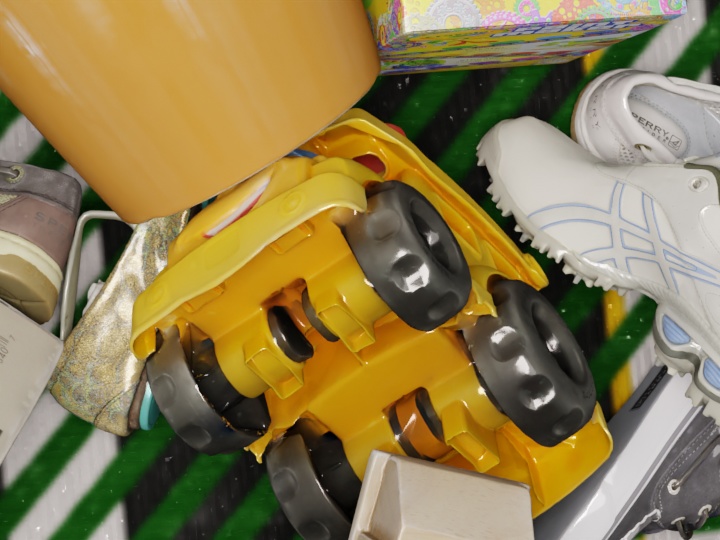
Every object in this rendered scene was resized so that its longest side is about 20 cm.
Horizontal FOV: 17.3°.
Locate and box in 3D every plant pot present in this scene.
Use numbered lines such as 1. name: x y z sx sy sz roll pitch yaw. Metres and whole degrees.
1. plant pot: -0.088 -0.129 0.949 0.199 0.200 0.184 -33 104 -9

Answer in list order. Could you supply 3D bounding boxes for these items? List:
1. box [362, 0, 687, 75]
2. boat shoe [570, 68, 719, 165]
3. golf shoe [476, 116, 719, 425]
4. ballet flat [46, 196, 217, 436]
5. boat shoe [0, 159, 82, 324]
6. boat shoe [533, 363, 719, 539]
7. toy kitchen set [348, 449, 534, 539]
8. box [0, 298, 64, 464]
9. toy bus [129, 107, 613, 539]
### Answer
1. box: 0.050 -0.194 1.022 0.121 0.193 0.202 -5 89 -10
2. boat shoe: 0.197 -0.040 1.108 0.199 0.069 0.071 19 82 -11
3. golf shoe: 0.139 -0.024 1.051 0.200 0.078 0.098 43 118 29
4. ballet flat: -0.089 -0.027 1.061 0.070 0.071 0.201 23 85 -9
5. boat shoe: -0.200 -0.025 1.004 0.200 0.072 0.066 11 60 32
6. boat shoe: 0.147 0.089 1.103 0.066 0.070 0.200 40 75 -6
7. toy kitchen set: 0.053 0.169 0.885 0.198 0.180 0.165 14 90 -19
8. box: -0.201 0.092 0.970 0.068 0.082 0.200 33 128 -8
9. toy bus: 0.000 0.000 1.015 0.135 0.193 0.200 -31 130 22
